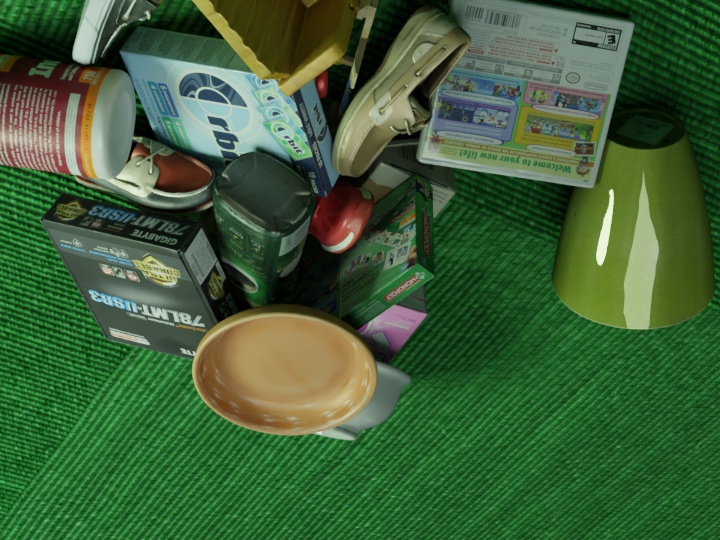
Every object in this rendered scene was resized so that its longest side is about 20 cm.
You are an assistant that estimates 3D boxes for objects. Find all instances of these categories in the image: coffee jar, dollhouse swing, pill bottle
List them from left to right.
[{"bbox_3d":[-0.338,-0.161,1.604,0.198,0.114,0.114,8,139,6],"label":"pill bottle"},{"bbox_3d":[-0.105,-0.030,1.663,0.104,0.085,0.201,35,151,13],"label":"coffee jar"},{"bbox_3d":[-0.045,-0.306,1.437,0.175,0.183,0.200,-20,129,29],"label":"dollhouse swing"}]

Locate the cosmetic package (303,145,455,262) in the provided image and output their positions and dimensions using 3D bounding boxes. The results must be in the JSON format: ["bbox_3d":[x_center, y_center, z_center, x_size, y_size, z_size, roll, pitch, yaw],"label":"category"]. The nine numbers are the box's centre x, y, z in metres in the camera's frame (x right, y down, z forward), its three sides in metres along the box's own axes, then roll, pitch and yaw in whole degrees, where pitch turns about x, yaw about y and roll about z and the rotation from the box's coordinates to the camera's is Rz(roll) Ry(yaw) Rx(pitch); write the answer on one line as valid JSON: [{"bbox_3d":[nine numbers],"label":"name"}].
[{"bbox_3d":[0.012,-0.066,1.782,0.104,0.072,0.200,19,133,-23],"label":"cosmetic package"}]

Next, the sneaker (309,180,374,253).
[{"bbox_3d":[-0.070,-0.079,1.694,0.115,0.079,0.200,27,173,-24],"label":"sneaker"}]

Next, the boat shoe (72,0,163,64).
[{"bbox_3d":[-0.225,-0.273,1.531,0.070,0.072,0.201,19,131,-18],"label":"boat shoe"}]

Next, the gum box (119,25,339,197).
[{"bbox_3d":[-0.132,-0.164,1.620,0.198,0.045,0.171,13,144,25],"label":"gum box"}]

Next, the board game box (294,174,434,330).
[{"bbox_3d":[0.000,0.000,1.699,0.029,0.135,0.199,34,128,-29],"label":"board game box"}]

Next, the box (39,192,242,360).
[{"bbox_3d":[-0.228,0.015,1.713,0.198,0.050,0.199,12,141,30],"label":"box"}]

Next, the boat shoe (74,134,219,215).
[{"bbox_3d":[-0.235,-0.112,1.670,0.198,0.071,0.063,16,144,27],"label":"boat shoe"}]

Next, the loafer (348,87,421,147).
[{"bbox_3d":[0.084,-0.162,1.682,0.198,0.070,0.070,-5,139,1],"label":"loafer"}]

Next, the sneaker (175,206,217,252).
[{"bbox_3d":[-0.185,-0.053,1.779,0.199,0.080,0.131,13,138,-32],"label":"sneaker"}]

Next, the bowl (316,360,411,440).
[{"bbox_3d":[-0.042,0.155,1.941,0.199,0.091,0.201,13,168,3],"label":"bowl"}]

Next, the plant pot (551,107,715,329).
[{"bbox_3d":[0.307,-0.071,1.743,0.185,0.188,0.202,-4,124,-1],"label":"plant pot"}]

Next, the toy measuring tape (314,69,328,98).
[{"bbox_3d":[-0.064,-0.225,1.601,0.073,0.074,0.201,1,138,-5],"label":"toy measuring tape"}]

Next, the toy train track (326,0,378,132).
[{"bbox_3d":[-0.016,-0.213,1.599,0.032,0.115,0.201,16,146,-2],"label":"toy train track"}]

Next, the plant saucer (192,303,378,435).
[{"bbox_3d":[-0.080,0.101,1.683,0.198,0.038,0.201,0,136,0],"label":"plant saucer"}]

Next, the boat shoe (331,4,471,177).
[{"bbox_3d":[0.039,-0.170,1.593,0.071,0.064,0.201,-13,139,-59],"label":"boat shoe"}]

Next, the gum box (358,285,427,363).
[{"bbox_3d":[-0.023,0.041,1.901,0.198,0.067,0.114,17,133,-22],"label":"gum box"}]

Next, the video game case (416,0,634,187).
[{"bbox_3d":[0.171,-0.188,1.638,0.198,0.022,0.184,7,109,-13],"label":"video game case"}]
